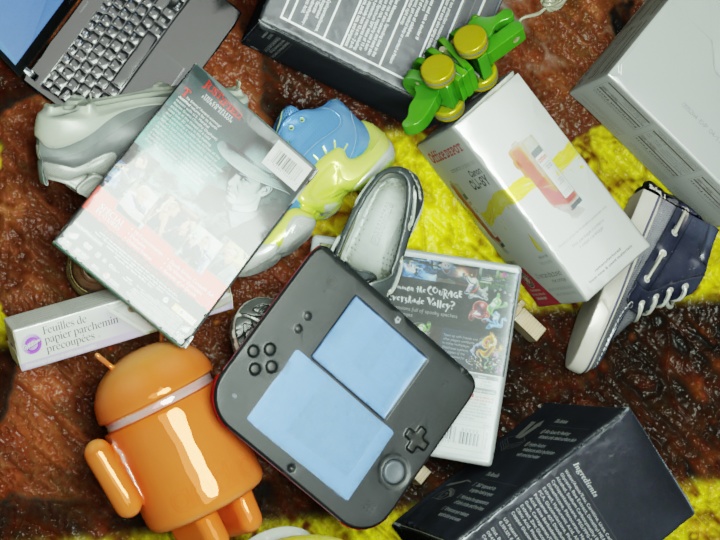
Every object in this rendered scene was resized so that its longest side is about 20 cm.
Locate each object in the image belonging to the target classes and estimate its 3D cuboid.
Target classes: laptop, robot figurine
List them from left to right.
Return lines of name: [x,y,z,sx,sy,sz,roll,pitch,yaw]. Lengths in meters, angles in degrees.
laptop: [-0.226,-0.230,1.405,0.199,0.103,0.178,37,80,-8]
robot figurine: [-0.159,0.149,1.393,0.143,0.117,0.202,-26,91,2]

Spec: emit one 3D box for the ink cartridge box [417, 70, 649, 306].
ink cartridge box: [0.154,-0.071,1.464,0.083,0.145,0.201,-39,95,-11]

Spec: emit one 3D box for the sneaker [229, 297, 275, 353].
sneaker: [-0.057,0.116,1.423,0.073,0.079,0.202,-27,95,-16]

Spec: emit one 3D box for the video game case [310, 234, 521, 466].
video game case: [0.038,0.072,1.456,0.197,0.023,0.184,9,85,10]

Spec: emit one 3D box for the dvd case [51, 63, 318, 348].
dvd case: [-0.149,-0.056,1.371,0.146,0.022,0.201,39,78,-11]

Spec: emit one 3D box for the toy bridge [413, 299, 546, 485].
toy bridge: [0.093,0.104,1.498,0.067,0.027,0.200,41,78,-7]

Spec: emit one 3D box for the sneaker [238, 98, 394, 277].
sneaker: [-0.067,-0.083,1.454,0.199,0.076,0.105,-39,87,-24]

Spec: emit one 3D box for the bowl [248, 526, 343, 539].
bowl: [-0.063,0.293,1.398,0.198,0.202,0.108,-13,48,-14]

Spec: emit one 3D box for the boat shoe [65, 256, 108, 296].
boat shoe: [-0.174,-0.042,1.424,0.199,0.068,0.072,-36,95,-13]

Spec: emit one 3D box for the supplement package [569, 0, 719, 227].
supplement package: [0.334,-0.168,1.529,0.200,0.111,0.156,43,79,-8]

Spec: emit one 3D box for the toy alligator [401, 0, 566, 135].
toy alligator: [0.098,-0.196,1.385,0.200,0.059,0.054,-43,58,-11]

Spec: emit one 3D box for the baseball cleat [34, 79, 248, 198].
baseball cleat: [-0.195,-0.114,1.417,0.198,0.070,0.108,-8,113,-23]

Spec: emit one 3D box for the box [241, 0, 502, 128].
box: [0.022,-0.262,1.454,0.197,0.123,0.202,25,84,-10]

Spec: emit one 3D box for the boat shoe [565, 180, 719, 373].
boat shoe: [0.273,0.020,1.520,0.092,0.075,0.202,26,81,-3]

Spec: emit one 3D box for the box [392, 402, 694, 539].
box: [0.159,0.222,1.420,0.199,0.197,0.118,-36,95,-13]

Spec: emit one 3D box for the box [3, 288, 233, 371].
box: [-0.210,0.037,1.389,0.198,0.041,0.039,-17,110,-22]

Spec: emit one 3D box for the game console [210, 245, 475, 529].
game console: [-0.016,0.106,1.379,0.200,0.031,0.177,41,80,-16]

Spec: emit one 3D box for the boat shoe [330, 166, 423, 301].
boat shoe: [0.000,0.000,1.427,0.075,0.060,0.202,16,86,9]
